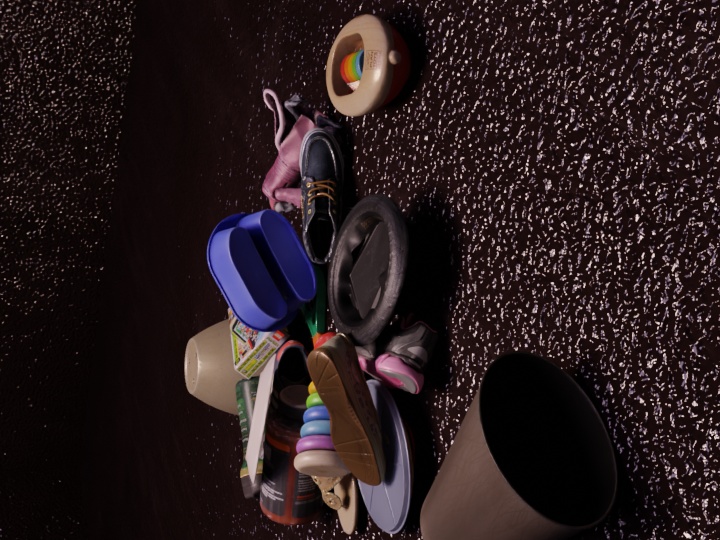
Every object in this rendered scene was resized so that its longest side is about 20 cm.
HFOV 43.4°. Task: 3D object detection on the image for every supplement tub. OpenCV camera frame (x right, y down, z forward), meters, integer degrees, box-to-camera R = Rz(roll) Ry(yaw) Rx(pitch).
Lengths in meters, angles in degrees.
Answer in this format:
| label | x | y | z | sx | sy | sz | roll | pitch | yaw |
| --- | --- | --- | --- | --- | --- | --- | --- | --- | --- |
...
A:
| label | x | y | z | sx | sy | sz | roll | pitch | yaw |
| --- | --- | --- | --- | --- | --- | --- | --- | --- | --- |
| supplement tub | -0.100 | 0.286 | 1.414 | 0.107 | 0.105 | 0.205 | -137 | 49 | -57 |

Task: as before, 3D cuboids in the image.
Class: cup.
| label | x | y | z | sx | sy | sz | roll | pitch | yaw |
| --- | --- | --- | --- | --- | --- | --- | --- | --- | --- |
| cup | -0.254 | 0.181 | 1.721 | 0.199 | 0.140 | 0.206 | -8 | 81 | 63 |

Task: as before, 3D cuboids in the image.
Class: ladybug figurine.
| label | x | y | z | sx | sy | sz | roll | pitch | yaw |
| --- | --- | --- | --- | --- | --- | --- | --- | --- | --- |
| ladybug figurine | 0.014 | -0.284 | 1.266 | 0.199 | 0.070 | 0.139 | -161 | 75 | -64 |

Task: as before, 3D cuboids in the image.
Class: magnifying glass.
| label | x | y | z | sx | sy | sz | roll | pitch | yaw |
| --- | --- | --- | --- | --- | --- | --- | --- | --- | --- |
| magnifying glass | -0.070 | 0.087 | 1.481 | 0.080 | 0.022 | 0.204 | 131 | 136 | -53 |

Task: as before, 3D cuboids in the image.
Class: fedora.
| label | x | y | z | sx | sy | sz | roll | pitch | yaw |
| --- | --- | --- | --- | --- | --- | --- | --- | --- | --- |
| fedora | 0.035 | 0.003 | 1.176 | 0.199 | 0.090 | 0.206 | -17 | 70 | 60 |

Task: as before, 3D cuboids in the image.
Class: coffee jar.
| label | x | y | z | sx | sy | sz | roll | pitch | yaw |
| --- | --- | --- | --- | --- | --- | --- | --- | --- | --- |
| coffee jar | -0.158 | 0.287 | 1.554 | 0.085 | 0.102 | 0.205 | 142 | 126 | -61 |

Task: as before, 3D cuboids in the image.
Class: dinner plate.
| label | x | y | z | sx | sy | sz | roll | pitch | yaw |
| --- | --- | --- | --- | --- | --- | --- | --- | --- | --- |
| dinner plate | -0.157 | 0.229 | 1.414 | 0.200 | 0.024 | 0.205 | -170 | 89 | -84 |

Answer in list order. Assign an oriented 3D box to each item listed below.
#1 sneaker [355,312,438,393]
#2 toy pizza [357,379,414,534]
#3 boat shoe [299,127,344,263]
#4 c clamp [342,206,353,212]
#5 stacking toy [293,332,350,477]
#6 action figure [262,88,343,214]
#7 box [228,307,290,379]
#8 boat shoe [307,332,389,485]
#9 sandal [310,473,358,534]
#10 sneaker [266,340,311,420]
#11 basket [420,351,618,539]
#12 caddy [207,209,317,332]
| label | x | y | z | sx | sy | sz | roll | pitch | yaw |
| --- | --- | --- | --- | --- | --- | --- | --- | --- | --- |
| sneaker | 0.046 | 0.102 | 1.193 | 0.097 | 0.078 | 0.199 | -63 | 19 | -11 |
| toy pizza | 0.034 | 0.248 | 1.219 | 0.200 | 0.031 | 0.205 | 175 | 90 | -70 |
| boat shoe | -0.057 | -0.113 | 1.377 | 0.091 | 0.069 | 0.205 | -96 | 3 | -80 |
| c clamp | 0.000 | 0.000 | 1.323 | 0.171 | 0.026 | 0.205 | 172 | 103 | -74 |
| stacking toy | -0.047 | 0.185 | 1.290 | 0.085 | 0.084 | 0.204 | 139 | 139 | -56 |
| action figure | -0.113 | -0.167 | 1.458 | 0.202 | 0.147 | 0.135 | -59 | 42 | 22 |
| box | -0.182 | 0.091 | 1.599 | 0.110 | 0.035 | 0.201 | -46 | 27 | 13 |
| boat shoe | -0.004 | 0.180 | 1.162 | 0.072 | 0.062 | 0.204 | -1 | 114 | 42 |
| sandal | -0.049 | 0.278 | 1.331 | 0.077 | 0.068 | 0.217 | 165 | 105 | -63 |
| sneaker | -0.115 | 0.214 | 1.493 | 0.084 | 0.073 | 0.205 | 140 | 128 | -69 |
| basket | 0.143 | 0.215 | 0.896 | 0.202 | 0.133 | 0.183 | 114 | 151 | -45 |
| caddy | -0.162 | 0.000 | 1.467 | 0.104 | 0.140 | 0.203 | -20 | 99 | 58 |
